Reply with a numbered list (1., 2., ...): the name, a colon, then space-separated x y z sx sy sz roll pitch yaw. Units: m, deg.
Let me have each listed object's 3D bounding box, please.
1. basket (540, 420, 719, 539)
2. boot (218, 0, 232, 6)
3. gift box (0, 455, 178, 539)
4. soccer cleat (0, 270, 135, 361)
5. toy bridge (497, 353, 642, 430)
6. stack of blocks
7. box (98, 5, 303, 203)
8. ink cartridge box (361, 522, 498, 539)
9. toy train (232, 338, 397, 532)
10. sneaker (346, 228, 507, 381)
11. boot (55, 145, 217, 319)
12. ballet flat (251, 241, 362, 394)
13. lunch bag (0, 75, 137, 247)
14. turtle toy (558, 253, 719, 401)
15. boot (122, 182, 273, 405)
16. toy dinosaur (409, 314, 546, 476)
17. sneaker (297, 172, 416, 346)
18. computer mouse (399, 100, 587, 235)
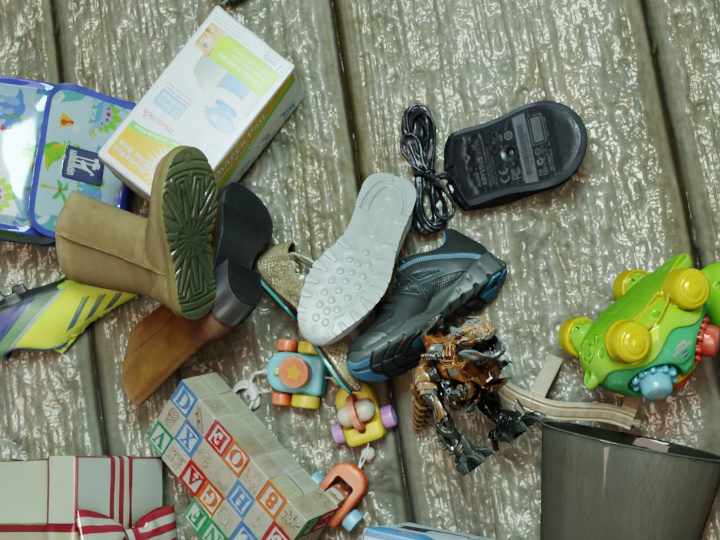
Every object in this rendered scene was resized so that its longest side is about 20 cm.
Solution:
1. basket: 0.236 0.256 1.120 0.177 0.136 0.203 11 89 -5
2. boot: -0.126 -0.407 1.331 0.152 0.073 0.206 -27 75 12
3. gift box: -0.295 0.287 1.229 0.184 0.184 0.203 -7 84 22
4. soccer cleat: -0.322 0.045 1.334 0.197 0.065 0.085 -16 108 7
5. toy bridge: 0.181 0.113 1.185 0.198 0.067 0.028 21 129 16
6. stack of blocks: -0.130 0.217 1.234 0.200 0.058 0.116 45 115 22
7. box: -0.164 -0.153 1.270 0.112 0.101 0.201 38 83 8
8. ink cartridge box: 0.084 0.289 1.117 0.143 0.200 0.085 8 82 15
9. toy train: -0.050 0.164 1.242 0.150 0.056 0.200 -46 75 4
10. sneaker: 0.054 0.035 1.206 0.199 0.074 0.082 -35 64 -26
11. boot: -0.230 -0.050 1.192 0.198 0.066 0.178 17 112 39
12. ballet flat: -0.043 0.038 1.233 0.065 0.071 0.200 -39 59 -4
13. lunch bag: -0.348 -0.115 1.327 0.197 0.127 0.173 9 83 -4
14. turtle toy: 0.289 0.052 1.139 0.199 0.146 0.102 -38 98 -10
15. boot: -0.175 0.023 1.277 0.200 0.068 0.190 -39 41 33
16. toy dinosaur: 0.098 0.113 1.153 0.102 0.200 0.136 -34 79 -10
17. sneaker: 0.000 0.000 1.201 0.076 0.081 0.201 27 62 9
18. computer mouse: 0.141 -0.118 1.239 0.197 0.053 0.141 -10 82 25
